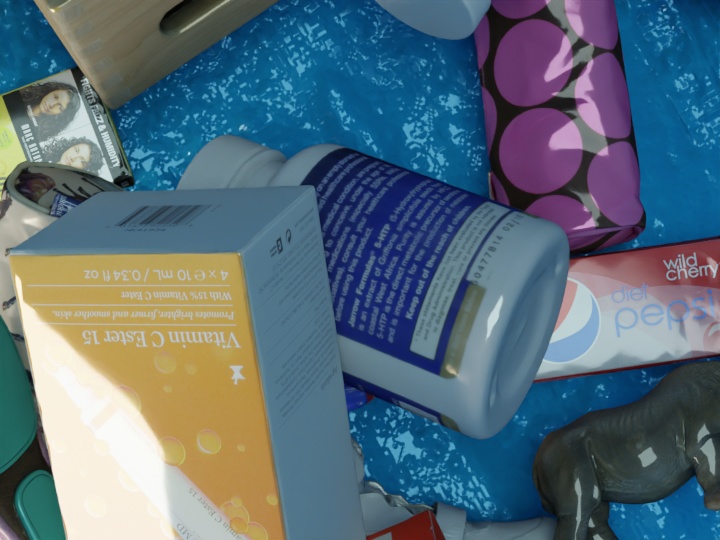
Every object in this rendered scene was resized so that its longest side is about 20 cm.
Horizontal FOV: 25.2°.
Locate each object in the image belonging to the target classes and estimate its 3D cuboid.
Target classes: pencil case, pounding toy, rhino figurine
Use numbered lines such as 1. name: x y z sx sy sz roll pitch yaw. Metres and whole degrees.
1. pencil case: 0.108 -0.109 0.941 0.093 0.091 0.202 -8 85 21
2. pounding toy: -0.096 -0.200 0.899 0.199 0.142 0.185 -34 65 -6
3. pencil case: -0.173 0.047 0.882 0.089 0.078 0.202 23 106 27
4. rhino figurine: 0.189 0.098 0.906 0.199 0.060 0.088 -25 65 -3

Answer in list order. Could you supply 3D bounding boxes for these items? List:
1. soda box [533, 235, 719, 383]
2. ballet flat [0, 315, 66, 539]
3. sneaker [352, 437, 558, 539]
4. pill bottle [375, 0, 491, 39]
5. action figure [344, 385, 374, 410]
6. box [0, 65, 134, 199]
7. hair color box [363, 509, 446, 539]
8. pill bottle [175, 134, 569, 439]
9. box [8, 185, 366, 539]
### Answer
1. soda box: 0.142 0.025 0.945 0.198 0.063 0.071 -8 88 -5
2. ballet flat: -0.191 0.105 0.830 0.071 0.069 0.201 -15 107 30
3. sneaker: 0.023 0.142 0.921 0.198 0.075 0.116 -12 91 -3
4. pill bottle: 0.076 -0.227 0.866 0.104 0.104 0.201 31 74 -3
5. action figure: -0.060 0.073 0.910 0.199 0.052 0.066 -26 46 -14
6. box: -0.234 -0.049 0.919 0.198 0.050 0.076 -21 90 -6
7. hair color box: 0.029 0.240 0.875 0.110 0.064 0.201 -22 115 6
8. pill bottle: 0.000 0.000 0.860 0.199 0.120 0.121 21 85 19
9. box: -0.080 0.069 0.794 0.123 0.098 0.202 -1 110 21
